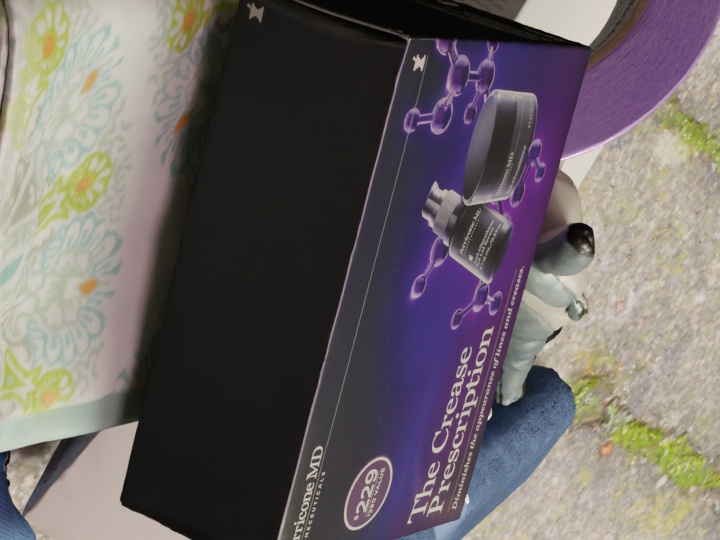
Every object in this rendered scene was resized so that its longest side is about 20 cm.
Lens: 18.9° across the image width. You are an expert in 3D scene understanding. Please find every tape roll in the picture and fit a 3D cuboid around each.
[{"bbox_3d":[0.055,-0.143,0.916,0.199,0.066,0.201,0,92,-5],"label":"tape roll"}]

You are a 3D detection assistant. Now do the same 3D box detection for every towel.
[{"bbox_3d":[0.026,0.127,1.123,0.200,0.049,0.112,-37,167,-33],"label":"towel"},{"bbox_3d":[-0.095,-0.026,0.774,0.200,0.048,0.172,-12,121,-63],"label":"towel"}]

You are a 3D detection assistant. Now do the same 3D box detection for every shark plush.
[{"bbox_3d":[0.064,-0.009,1.040,0.083,0.091,0.200,-9,154,1],"label":"shark plush"}]

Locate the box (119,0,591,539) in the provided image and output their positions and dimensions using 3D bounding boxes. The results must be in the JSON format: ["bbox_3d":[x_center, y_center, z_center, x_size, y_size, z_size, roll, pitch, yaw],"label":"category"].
[{"bbox_3d":[0.000,0.000,0.816,0.141,0.079,0.201,-5,113,-55],"label":"box"}]

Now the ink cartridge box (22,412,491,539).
[{"bbox_3d":[-0.053,0.082,0.993,0.125,0.129,0.200,41,99,-6],"label":"ink cartridge box"}]

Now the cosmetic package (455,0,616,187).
[{"bbox_3d":[0.096,-0.143,1.037,0.113,0.081,0.200,17,108,-48],"label":"cosmetic package"}]

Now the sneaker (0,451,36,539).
[{"bbox_3d":[-0.174,0.064,0.967,0.089,0.079,0.200,-29,137,-17],"label":"sneaker"}]
